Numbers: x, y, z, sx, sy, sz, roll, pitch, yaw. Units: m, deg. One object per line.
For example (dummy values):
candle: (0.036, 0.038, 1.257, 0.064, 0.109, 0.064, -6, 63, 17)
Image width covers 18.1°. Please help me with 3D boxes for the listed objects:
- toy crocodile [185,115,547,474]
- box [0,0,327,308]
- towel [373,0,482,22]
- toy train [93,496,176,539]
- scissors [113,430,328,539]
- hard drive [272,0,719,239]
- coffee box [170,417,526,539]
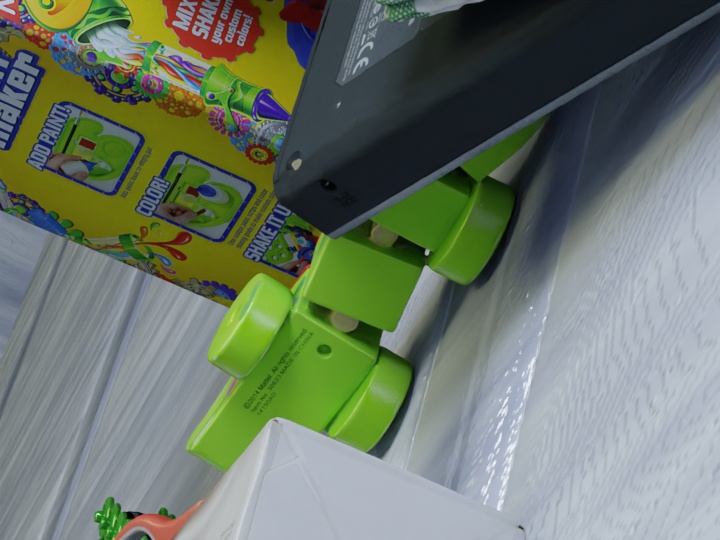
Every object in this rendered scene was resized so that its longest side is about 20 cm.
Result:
toy crocodile: (0.000, 0.000, 0.800, 0.200, 0.067, 0.062, -59, 8, 27)
box: (-0.054, -0.107, 0.948, 0.122, 0.192, 0.200, 127, 163, -53)
towel: (0.062, -0.154, 0.578, 0.200, 0.031, 0.150, -10, 83, 50)
toy train: (-0.104, 0.146, 1.076, 0.200, 0.042, 0.057, -175, 98, -79)
scissors: (-0.061, 0.097, 0.930, 0.073, 0.014, 0.200, 53, 129, 33)
hard drive: (0.058, -0.105, 0.678, 0.200, 0.033, 0.140, -30, 35, 46)
coffee box: (-0.037, 0.141, 0.642, 0.200, 0.080, 0.115, 129, 161, -55)
